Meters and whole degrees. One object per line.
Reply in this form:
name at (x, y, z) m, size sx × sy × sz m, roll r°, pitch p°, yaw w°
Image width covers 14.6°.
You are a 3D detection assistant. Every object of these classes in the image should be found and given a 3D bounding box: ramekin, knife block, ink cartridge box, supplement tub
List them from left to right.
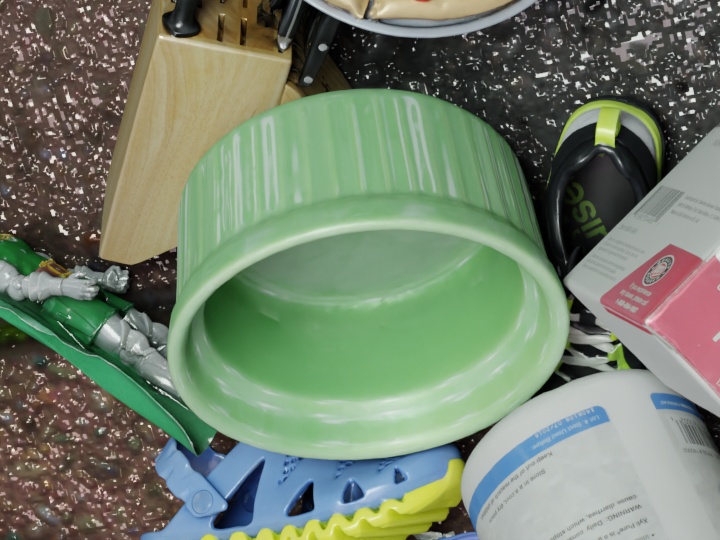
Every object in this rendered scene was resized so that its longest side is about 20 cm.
knife block at (-0.086, -0.110, 1.412) m, size 0.199 × 0.064 × 0.176 m, roll -23°, pitch 128°, yaw 21°
ramekin at (0.000, 0.000, 1.408) m, size 0.199 × 0.098 × 0.200 m, roll -4°, pitch 143°, yaw -3°
supplement tub at (0.142, 0.162, 1.395) m, size 0.132 × 0.132 × 0.201 m, roll -37°, pitch 56°, yaw 23°
ink cartridge box at (0.208, -0.030, 1.326) m, size 0.085 × 0.146 × 0.200 m, roll 44°, pitch 88°, yaw -13°

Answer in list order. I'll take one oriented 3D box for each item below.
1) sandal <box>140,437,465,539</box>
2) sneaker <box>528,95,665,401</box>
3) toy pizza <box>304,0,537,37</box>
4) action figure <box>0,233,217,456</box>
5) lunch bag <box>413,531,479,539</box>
sandal at (-0.039, 0.117, 1.511) m, size 0.199 × 0.079 × 0.088 m, roll -14°, pitch 76°, yaw 19°
sneaker at (0.112, 0.008, 1.435) m, size 0.071 × 0.083 × 0.201 m, roll 6°, pitch 113°, yaw 11°
toy pizza at (0.027, -0.211, 1.339) m, size 0.199 × 0.032 × 0.201 m, roll 2°, pitch 82°, yaw -12°
action figure at (-0.148, 0.022, 1.502) m, size 0.199 × 0.118 × 0.055 m, roll 29°, pitch 101°, yaw 10°
lunch bag at (0.047, 0.239, 1.498) m, size 0.160 × 0.076 × 0.201 m, roll -21°, pitch 64°, yaw 22°
